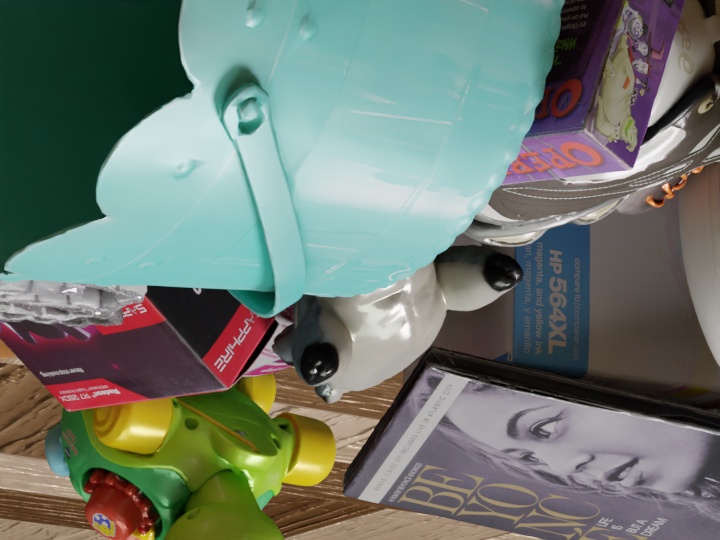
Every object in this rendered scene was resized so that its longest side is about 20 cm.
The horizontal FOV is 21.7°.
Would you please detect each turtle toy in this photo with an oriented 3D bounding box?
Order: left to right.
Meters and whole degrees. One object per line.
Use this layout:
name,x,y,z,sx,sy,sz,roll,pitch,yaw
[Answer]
turtle toy,-0.094,0.108,0.998,0.145,0.102,0.200,16,-166,-35

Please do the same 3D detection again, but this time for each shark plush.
shark plush,0.000,0.000,0.743,0.091,0.084,0.200,-28,170,-7

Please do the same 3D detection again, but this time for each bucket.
bucket,-0.048,-0.086,0.546,0.134,0.208,0.207,11,161,-39

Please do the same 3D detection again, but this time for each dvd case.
dvd case,0.105,0.096,0.896,0.199,0.016,0.149,14,149,-10

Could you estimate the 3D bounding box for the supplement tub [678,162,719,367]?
supplement tub,0.248,-0.022,0.778,0.199,0.146,0.144,-9,159,33

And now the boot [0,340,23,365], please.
boot,-0.233,0.007,1.086,0.154,0.077,0.200,12,168,-15

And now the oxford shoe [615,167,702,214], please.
oxford shoe,0.131,-0.062,0.759,0.199,0.073,0.071,-5,-175,37

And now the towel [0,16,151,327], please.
towel,-0.169,-0.072,0.655,0.199,0.167,0.086,9,167,-19

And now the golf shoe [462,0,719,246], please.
golf shoe,0.118,-0.072,0.635,0.199,0.078,0.095,-31,173,-7

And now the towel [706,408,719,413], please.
towel,0.140,0.100,0.955,0.199,0.031,0.149,-5,162,25

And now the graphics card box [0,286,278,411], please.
graphics card box,-0.143,-0.024,0.827,0.125,0.051,0.200,-9,127,46

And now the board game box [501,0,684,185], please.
board game box,0.023,-0.082,0.613,0.032,0.121,0.199,37,155,-33

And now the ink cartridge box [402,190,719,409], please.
ink cartridge box,0.137,0.013,0.936,0.199,0.126,0.128,10,162,-20

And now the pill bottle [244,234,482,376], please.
pill bottle,-0.039,-0.012,0.905,0.113,0.114,0.200,13,160,-29
